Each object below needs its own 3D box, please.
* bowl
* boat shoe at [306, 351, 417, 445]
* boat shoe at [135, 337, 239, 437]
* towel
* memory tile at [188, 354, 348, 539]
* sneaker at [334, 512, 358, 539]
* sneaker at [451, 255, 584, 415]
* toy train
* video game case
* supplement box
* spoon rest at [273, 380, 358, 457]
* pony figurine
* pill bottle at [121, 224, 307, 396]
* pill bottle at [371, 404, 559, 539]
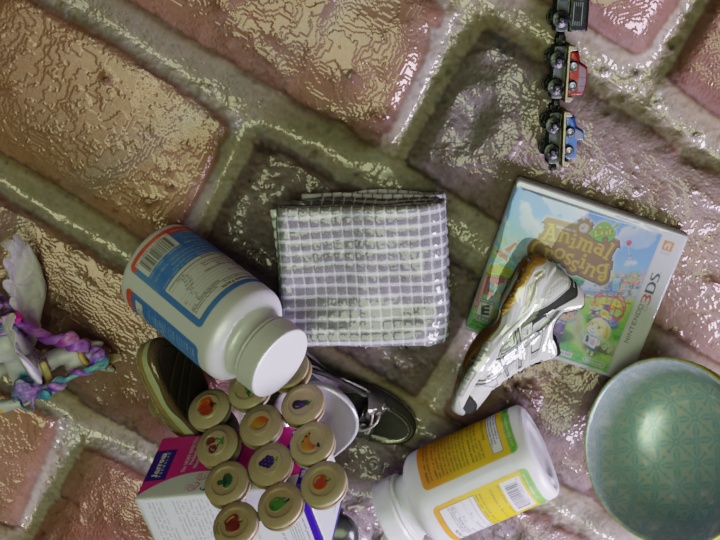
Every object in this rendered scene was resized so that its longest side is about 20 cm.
[{"bbox_3d":[0.358,0.197,1.238,0.198,0.107,0.204,-4,84,39],"label":"bowl"},{"bbox_3d":[-0.025,0.153,1.300,0.198,0.057,0.067,30,109,-5],"label":"boat shoe"},{"bbox_3d":[-0.213,0.151,1.283,0.075,0.072,0.201,-2,136,26],"label":"boat shoe"},{"bbox_3d":[0.000,0.000,1.231,0.196,0.086,0.169,-2,108,6],"label":"towel"},{"bbox_3d":[-0.100,0.183,1.177,0.151,0.202,0.017,-24,139,3],"label":"memory tile"},{"bbox_3d":[-0.097,0.352,1.360,0.197,0.089,0.075,-17,105,9],"label":"sneaker"},{"bbox_3d":[0.172,0.087,1.225,0.087,0.076,0.202,28,110,-5],"label":"sneaker"},{"bbox_3d":[0.214,-0.203,1.171,0.045,0.034,0.204,-1,108,-7],"label":"toy train"},{"bbox_3d":[0.236,0.012,1.245,0.197,0.022,0.185,18,109,0],"label":"video game case"},{"bbox_3d":[-0.130,0.246,1.234,0.197,0.102,0.105,-9,121,16],"label":"supplement box"},{"bbox_3d":[-0.066,0.198,1.281,0.098,0.061,0.201,23,132,-4],"label":"spoon rest"},{"bbox_3d":[-0.394,0.084,1.280,0.197,0.168,0.194,-16,139,7],"label":"pony figurine"},{"bbox_3d":[-0.154,0.046,1.205,0.199,0.112,0.113,36,112,26],"label":"pill bottle"},{"bbox_3d":[0.117,0.243,1.288,0.198,0.111,0.112,-26,105,13],"label":"pill bottle"}]
